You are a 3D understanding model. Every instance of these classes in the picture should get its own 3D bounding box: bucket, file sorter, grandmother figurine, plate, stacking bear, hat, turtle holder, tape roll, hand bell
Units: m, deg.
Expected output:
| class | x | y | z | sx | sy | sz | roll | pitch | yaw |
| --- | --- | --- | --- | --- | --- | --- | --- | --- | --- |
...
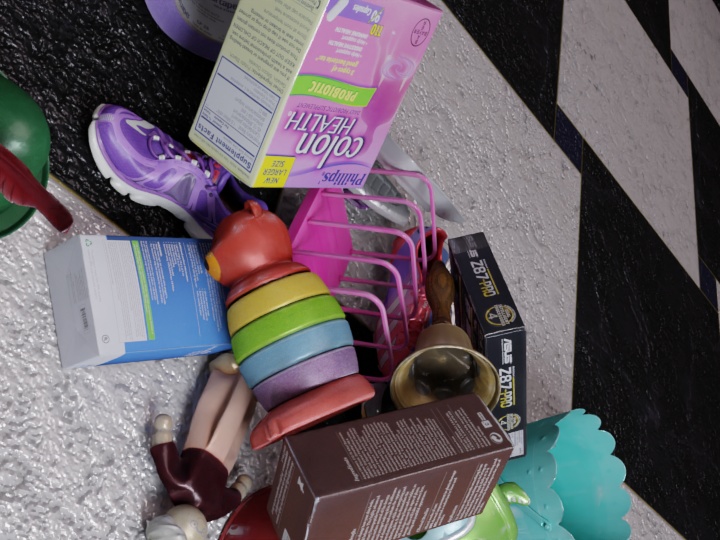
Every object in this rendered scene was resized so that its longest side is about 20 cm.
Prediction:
| class | x | y | z | sx | sy | sz | roll | pitch | yaw |
| --- | --- | --- | --- | --- | --- | --- | --- | --- | --- |
| bucket | 0.246 | 0.286 | 1.151 | 0.206 | 0.134 | 0.209 | 27 | 54 | -44 |
| file sorter | 0.000 | 0.000 | 0.939 | 0.201 | 0.124 | 0.140 | -67 | 157 | -43 |
| grandmother figurine | -0.138 | 0.170 | 0.785 | 0.121 | 0.060 | 0.201 | 38 | 44 | -24 |
| plate | 0.032 | -0.146 | 1.071 | 0.200 | 0.032 | 0.200 | 50 | 7 | 28 |
| stacking bear | -0.075 | 0.040 | 0.788 | 0.113 | 0.121 | 0.202 | -20 | 80 | -22 |
| hat | -0.259 | -0.119 | 0.662 | 0.166 | 0.175 | 0.201 | -40 | 105 | -52 |
| turtle holder | 0.070 | 0.233 | 0.912 | 0.131 | 0.141 | 0.186 | -32 | 86 | -24 |
| tape roll | -0.118 | -0.306 | 0.910 | 0.199 | 0.199 | 0.086 | 29 | 52 | -41 |
| hand bell | 0.082 | 0.054 | 0.904 | 0.104 | 0.104 | 0.201 | 48 | 24 | -26 |

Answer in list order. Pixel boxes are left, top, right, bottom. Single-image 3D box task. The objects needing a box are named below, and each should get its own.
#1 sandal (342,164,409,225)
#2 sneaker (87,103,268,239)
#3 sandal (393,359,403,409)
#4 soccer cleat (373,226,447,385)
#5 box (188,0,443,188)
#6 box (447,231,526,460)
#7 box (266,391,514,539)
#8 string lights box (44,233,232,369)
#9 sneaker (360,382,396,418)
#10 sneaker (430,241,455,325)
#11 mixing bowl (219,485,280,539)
| class | x | y | z | sx | sy | sz | roll | pitch | yaw |
| --- | --- | --- | --- | --- | --- | --- | --- | --- | --- |
| sandal | -0.025 | -0.116 | 1.072 | 0.202 | 0.050 | 0.083 | 36 | 32 | -20 |
| sneaker | -0.167 | -0.098 | 0.850 | 0.199 | 0.083 | 0.081 | 35 | 48 | -36 |
| sandal | 0.068 | 0.122 | 0.962 | 0.080 | 0.057 | 0.201 | 60 | 18 | -3 |
| soccer cleat | 0.064 | 0.043 | 1.060 | 0.066 | 0.076 | 0.202 | 18 | 70 | -31 |
| box | -0.040 | -0.187 | 0.845 | 0.096 | 0.201 | 0.175 | 38 | 24 | 27 |
| box | 0.139 | 0.086 | 0.978 | 0.162 | 0.049 | 0.201 | -106 | -175 | -51 |
| box | 0.026 | 0.182 | 0.778 | 0.198 | 0.101 | 0.075 | -8 | 43 | -30 |
| string lights box | -0.175 | 0.026 | 0.802 | 0.199 | 0.059 | 0.104 | 1 | 74 | -52 |
| sneaker | 0.075 | 0.196 | 1.026 | 0.200 | 0.077 | 0.079 | 47 | 43 | -26 |
| sneaker | 0.098 | 0.044 | 1.126 | 0.077 | 0.075 | 0.202 | -17 | 83 | -51 |
| mixing bowl | -0.030 | 0.292 | 0.823 | 0.199 | 0.108 | 0.202 | 27 | 53 | -42 |
